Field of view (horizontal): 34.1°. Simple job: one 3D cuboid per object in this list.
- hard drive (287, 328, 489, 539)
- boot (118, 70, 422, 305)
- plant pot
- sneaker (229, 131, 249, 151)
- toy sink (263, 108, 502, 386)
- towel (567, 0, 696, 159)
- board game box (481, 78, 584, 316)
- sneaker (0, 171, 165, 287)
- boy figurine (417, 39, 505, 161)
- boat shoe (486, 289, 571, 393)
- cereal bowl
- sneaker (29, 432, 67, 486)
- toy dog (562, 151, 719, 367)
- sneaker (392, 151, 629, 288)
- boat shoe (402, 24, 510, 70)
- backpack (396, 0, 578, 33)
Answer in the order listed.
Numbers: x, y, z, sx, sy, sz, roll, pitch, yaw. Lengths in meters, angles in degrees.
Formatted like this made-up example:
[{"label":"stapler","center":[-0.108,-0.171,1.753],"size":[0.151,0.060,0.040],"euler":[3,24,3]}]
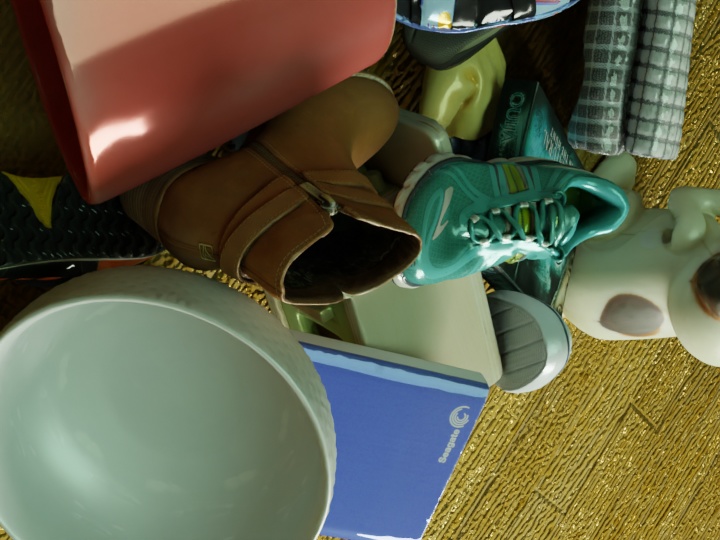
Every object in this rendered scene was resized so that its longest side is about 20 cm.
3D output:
[{"label":"hard drive","center":[-0.031,0.106,0.745],"size":[0.198,0.025,0.133],"euler":[14,112,-22]},{"label":"boot","center":[-0.017,-0.050,0.649],"size":[0.198,0.155,0.078],"euler":[-20,122,-36]},{"label":"plant pot","center":[-0.088,-0.155,0.607],"size":[0.175,0.200,0.203],"euler":[-18,118,-17]},{"label":"sneaker","center":[-0.081,-0.126,0.746],"size":[0.089,0.078,0.203],"euler":[-4,106,-18]},{"label":"toy sink","center":[0.000,0.000,0.804],"size":[0.111,0.130,0.202],"euler":[-32,124,-25]},{"label":"towel","center":[0.205,-0.170,0.890],"size":[0.200,0.084,0.168],"euler":[-29,125,-75]},{"label":"board game box","center":[0.132,-0.041,0.896],"size":[0.200,0.028,0.137],"euler":[36,66,-63]},{"label":"sneaker","center":[-0.206,-0.017,0.660],"size":[0.198,0.090,0.071],"euler":[1,68,-37]},{"label":"boy figurine","center":[0.069,-0.129,0.848],"size":[0.124,0.064,0.202],"euler":[-47,132,-49]},{"label":"boat shoe","center":[0.114,0.049,0.877],"size":[0.066,0.200,0.075],"euler":[-11,90,-20]},{"label":"cereal bowl","center":[-0.107,0.082,0.643],"size":[0.197,0.084,0.202],"euler":[3,118,5]},{"label":"sneaker","center":[-0.173,0.064,0.725],"size":[0.198,0.076,0.116],"euler":[-23,118,-34]},{"label":"toy dog","center":[0.259,0.006,0.968],"size":[0.193,0.199,0.141],"euler":[-35,124,-24]},{"label":"sneaker","center":[0.092,-0.035,0.727],"size":[0.199,0.079,0.079],"euler":[-18,113,-43]},{"label":"boat shoe","center":[0.108,-0.200,0.771],"size":[0.200,0.074,0.073],"euler":[-46,153,-8]},{"label":"backpack","center":[0.059,-0.243,0.678],"size":[0.180,0.135,0.203],"euler":[-11,103,-5]}]
